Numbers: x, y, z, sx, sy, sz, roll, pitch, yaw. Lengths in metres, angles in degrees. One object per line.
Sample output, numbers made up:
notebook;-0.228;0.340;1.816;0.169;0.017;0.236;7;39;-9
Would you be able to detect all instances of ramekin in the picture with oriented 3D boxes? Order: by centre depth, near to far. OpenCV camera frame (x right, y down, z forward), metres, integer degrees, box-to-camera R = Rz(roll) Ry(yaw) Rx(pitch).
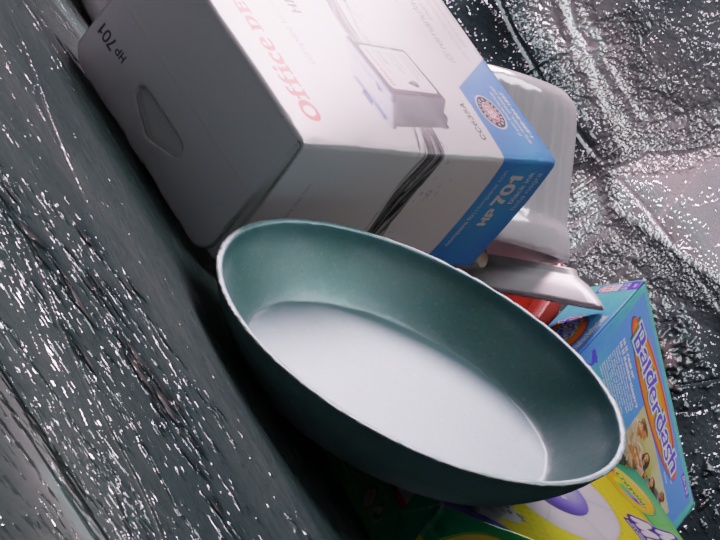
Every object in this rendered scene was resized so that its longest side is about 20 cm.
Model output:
ramekin;0.032;-0.069;1.632;0.200;0.098;0.200;11;-3;1

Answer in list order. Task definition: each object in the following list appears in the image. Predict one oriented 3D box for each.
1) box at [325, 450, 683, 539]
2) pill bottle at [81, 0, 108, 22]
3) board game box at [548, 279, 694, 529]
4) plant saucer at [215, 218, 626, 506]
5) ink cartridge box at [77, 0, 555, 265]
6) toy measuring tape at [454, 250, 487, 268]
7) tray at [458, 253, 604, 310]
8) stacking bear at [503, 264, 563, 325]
box;0.084;0.119;1.290;0.200;0.048;0.117;25;20;-33
pill bottle;-0.100;-0.175;1.632;0.113;0.113;0.200;54;4;-4
board game box;0.136;0.109;1.653;0.200;0.045;0.153;-38;117;-61
plant saucer;0.021;0.047;1.238;0.199;0.036;0.200;23;24;-11
ink cartridge box;-0.020;-0.082;1.397;0.200;0.086;0.147;2;47;-51
toy measuring tape;0.000;0.000;1.485;0.200;0.074;0.074;17;33;-51
tray;0.044;-0.004;1.625;0.199;0.022;0.107;10;1;5
stacking bear;0.101;0.109;1.753;0.200;0.121;0.114;63;26;-28
